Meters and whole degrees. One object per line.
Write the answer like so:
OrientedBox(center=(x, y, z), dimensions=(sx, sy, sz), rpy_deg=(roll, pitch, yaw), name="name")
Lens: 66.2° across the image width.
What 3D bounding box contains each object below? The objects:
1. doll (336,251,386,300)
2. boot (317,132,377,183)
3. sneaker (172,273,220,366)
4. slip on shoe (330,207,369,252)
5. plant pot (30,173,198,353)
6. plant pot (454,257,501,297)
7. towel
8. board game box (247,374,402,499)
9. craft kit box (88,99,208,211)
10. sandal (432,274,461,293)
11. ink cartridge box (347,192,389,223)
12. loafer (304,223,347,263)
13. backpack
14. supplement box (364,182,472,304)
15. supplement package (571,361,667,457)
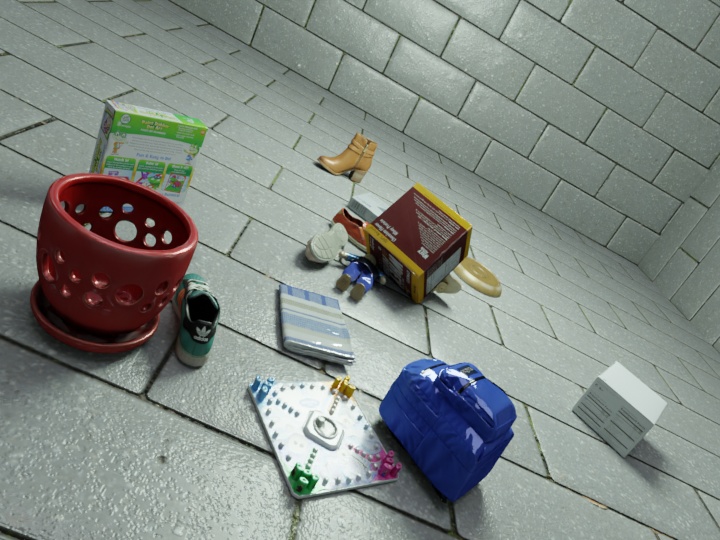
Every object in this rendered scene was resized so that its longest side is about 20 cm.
OrientedBox(center=(0.000, 0.000, 1.329), dimensions=(0.134, 0.049, 0.200), rpy_deg=(33, 24, 4), name="doll")
OrientedBox(center=(-0.042, -0.407, 1.927), dimensions=(0.195, 0.158, 0.077), rpy_deg=(18, 26, -24), name="boot")
OrientedBox(center=(-0.256, 0.055, 0.882), dimensions=(0.070, 0.081, 0.202), rpy_deg=(15, 28, -29), name="sneaker")
OrientedBox(center=(0.010, -0.101, 1.521), dimensions=(0.197, 0.062, 0.074), rpy_deg=(35, 22, 6), name="slip on shoe")
OrientedBox(center=(-0.346, -0.006, 0.770), dimensions=(0.195, 0.186, 0.202), rpy_deg=(24, 25, -12), name="plant pot")
OrientedBox(center=(0.375, 0.011, 1.772), dimensions=(0.195, 0.028, 0.202), rpy_deg=(25, 25, -13), name="plant pot")
OrientedBox(center=(-0.089, 0.102, 1.064), dimensions=(0.143, 0.024, 0.202), rpy_deg=(18, 25, -22), name="towel")
OrientedBox(center=(-0.053, 0.238, 0.839), dimensions=(0.196, 0.026, 0.201), rpy_deg=(10, 32, -40), name="board game box")
OrientedBox(center=(-0.412, -0.208, 1.064), dimensions=(0.048, 0.201, 0.197), rpy_deg=(42, 26, 28), name="craft kit box")
OrientedBox(center=(0.162, 0.028, 1.467), dimensions=(0.207, 0.079, 0.070), rpy_deg=(28, 50, 10), name="sandal")
OrientedBox(center=(0.079, -0.179, 1.774), dimensions=(0.197, 0.041, 0.199), rpy_deg=(37, 25, 13), name="ink cartridge box")
OrientedBox(center=(-0.090, -0.058, 1.341), dimensions=(0.074, 0.062, 0.200), rpy_deg=(62, 27, -8), name="loafer")
OrientedBox(center=(0.143, 0.233, 0.909), dimensions=(0.199, 0.171, 0.160), rpy_deg=(40, 19, 31), name="backpack")
OrientedBox(center=(0.145, -0.071, 1.407), dimensions=(0.199, 0.134, 0.197), rpy_deg=(-40, 64, -18), name="supplement box")
OrientedBox(center=(0.638, 0.333, 1.354), dimensions=(0.155, 0.113, 0.197), rpy_deg=(43, 27, 27), name="supplement package")
